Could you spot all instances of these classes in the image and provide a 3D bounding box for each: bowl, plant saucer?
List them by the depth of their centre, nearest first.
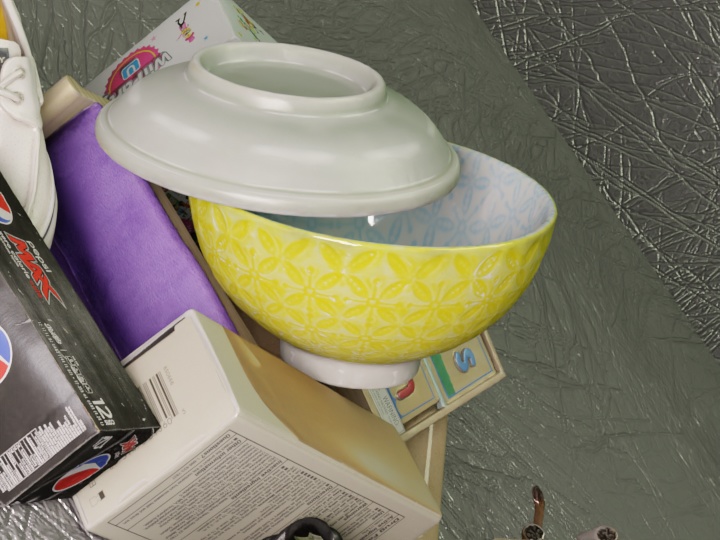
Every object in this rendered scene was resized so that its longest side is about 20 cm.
[{"bbox_3d":[-0.041,-0.085,1.080,0.200,0.050,0.200,8,22,-3],"label":"plant saucer"},{"bbox_3d":[0.000,0.000,1.094,0.200,0.108,0.200,7,22,-3],"label":"bowl"}]

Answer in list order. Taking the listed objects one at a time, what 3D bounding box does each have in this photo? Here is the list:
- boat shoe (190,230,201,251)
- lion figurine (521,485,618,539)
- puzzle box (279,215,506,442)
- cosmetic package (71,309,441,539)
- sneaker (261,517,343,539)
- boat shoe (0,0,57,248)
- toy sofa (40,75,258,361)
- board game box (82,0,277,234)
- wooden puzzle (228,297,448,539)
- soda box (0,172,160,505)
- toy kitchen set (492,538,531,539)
[{"bbox_3d":[-0.046,0.054,1.270,0.200,0.064,0.071,51,14,-7],"label":"boat shoe"},{"bbox_3d":[0.183,0.259,1.474,0.200,0.072,0.123,53,-21,29],"label":"lion figurine"},{"bbox_3d":[0.008,0.000,1.219,0.133,0.025,0.200,-28,96,-49],"label":"puzzle box"},{"bbox_3d":[-0.056,0.105,1.042,0.200,0.105,0.071,36,21,-52],"label":"cosmetic package"},{"bbox_3d":[-0.011,0.168,1.019,0.199,0.071,0.083,9,85,-58],"label":"sneaker"},{"bbox_3d":[-0.198,-0.091,1.046,0.070,0.071,0.200,109,-26,-55],"label":"boat shoe"},{"bbox_3d":[-0.138,-0.004,1.088,0.200,0.083,0.098,58,14,20],"label":"toy sofa"},{"bbox_3d":[-0.081,-0.069,1.290,0.200,0.147,0.064,40,20,-42],"label":"board game box"},{"bbox_3d":[-0.022,0.064,1.215,0.200,0.046,0.186,30,54,-36],"label":"wooden puzzle"},{"bbox_3d":[-0.182,0.012,0.952,0.200,0.063,0.071,57,14,13],"label":"soda box"},{"bbox_3d":[0.187,0.215,1.226,0.200,0.164,0.181,4,25,-5],"label":"toy kitchen set"}]
